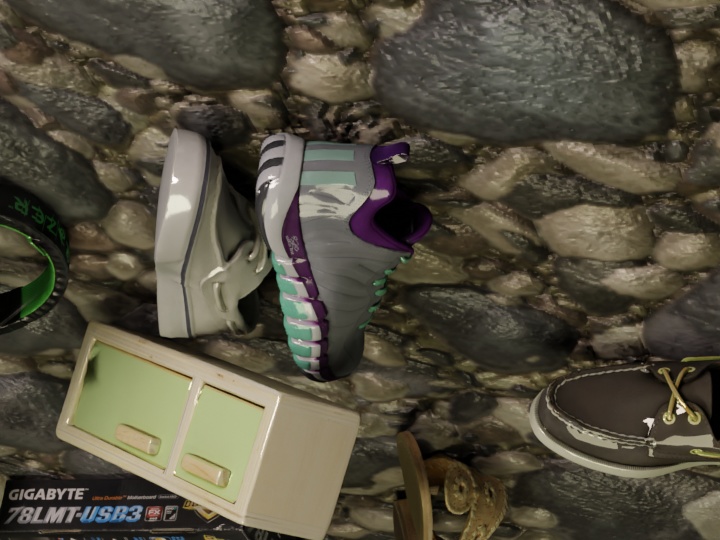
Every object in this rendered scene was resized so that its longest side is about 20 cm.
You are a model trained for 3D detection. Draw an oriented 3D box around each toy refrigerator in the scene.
[{"bbox_3d":[-0.095,0.090,1.307,0.070,0.076,0.199,18,180,-41],"label":"toy refrigerator"}]

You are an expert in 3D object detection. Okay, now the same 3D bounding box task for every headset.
[{"bbox_3d":[-0.265,0.017,1.304,0.199,0.095,0.124,-19,141,21],"label":"headset"}]

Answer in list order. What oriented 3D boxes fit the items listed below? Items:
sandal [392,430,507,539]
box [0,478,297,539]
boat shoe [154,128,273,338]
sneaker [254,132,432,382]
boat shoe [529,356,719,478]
[{"bbox_3d":[0.063,0.155,1.491,0.069,0.078,0.212,-10,156,-6],"label":"sandal"},{"bbox_3d":[-0.140,0.217,1.652,0.197,0.050,0.200,-4,147,20],"label":"box"},{"bbox_3d":[-0.078,-0.013,1.227,0.065,0.072,0.200,5,151,-2],"label":"boat shoe"},{"bbox_3d":[0.000,0.000,1.228,0.087,0.075,0.200,-2,148,9],"label":"sneaker"},{"bbox_3d":[0.202,0.081,1.313,0.200,0.072,0.061,5,146,-7],"label":"boat shoe"}]
